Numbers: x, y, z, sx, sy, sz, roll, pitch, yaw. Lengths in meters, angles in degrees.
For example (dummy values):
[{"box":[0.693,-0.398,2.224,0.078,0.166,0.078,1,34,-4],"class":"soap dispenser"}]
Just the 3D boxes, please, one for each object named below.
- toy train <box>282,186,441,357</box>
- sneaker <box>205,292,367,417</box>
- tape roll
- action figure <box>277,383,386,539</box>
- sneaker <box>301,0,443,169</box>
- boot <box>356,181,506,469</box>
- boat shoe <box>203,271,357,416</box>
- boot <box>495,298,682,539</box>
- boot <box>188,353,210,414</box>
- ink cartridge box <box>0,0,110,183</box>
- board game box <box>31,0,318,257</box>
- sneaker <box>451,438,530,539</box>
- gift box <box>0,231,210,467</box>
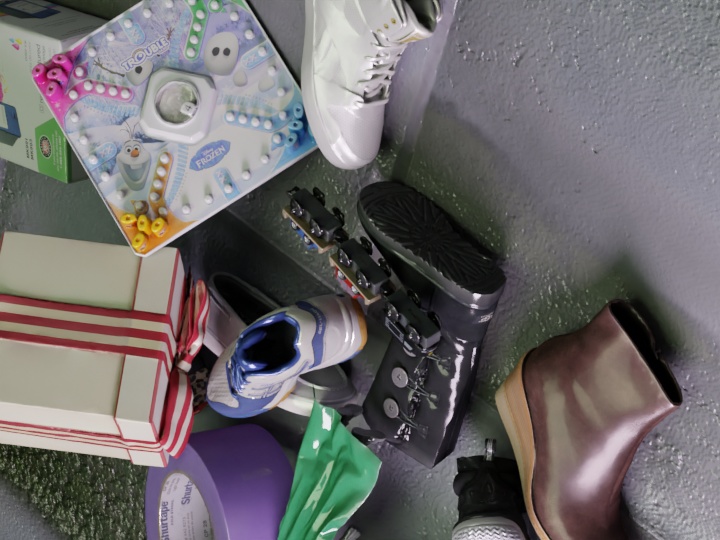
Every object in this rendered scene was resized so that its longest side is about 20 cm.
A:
[{"box":[0.000,0.000,1.572,0.200,0.034,0.046,47,153,30],"class":"toy train"},{"box":[-0.086,0.071,1.650,0.200,0.088,0.076,-35,69,40],"class":"sneaker"},{"box":[-0.128,0.250,1.806,0.199,0.084,0.202,20,113,58],"class":"tape roll"},{"box":[-0.035,0.216,1.675,0.118,0.054,0.201,49,126,47],"class":"action figure"},{"box":[0.012,-0.177,1.553,0.115,0.073,0.202,10,111,45],"class":"sneaker"},{"box":[0.039,0.048,1.627,0.165,0.065,0.201,45,140,33],"class":"boot"},{"box":[-0.075,0.064,1.741,0.200,0.072,0.069,38,132,41],"class":"boat shoe"},{"box":[0.193,0.141,1.494,0.166,0.072,0.201,-39,74,47],"class":"boot"},{"box":[-0.229,0.090,1.893,0.203,0.073,0.155,-31,84,45],"class":"boot"},{"box":[-0.322,-0.185,1.871,0.199,0.087,0.147,22,121,39],"class":"ink cartridge box"},{"box":[-0.162,-0.147,1.671,0.201,0.199,0.026,58,179,11],"class":"board game box"},{"box":[0.117,0.221,1.603,0.075,0.115,0.201,0,147,8],"class":"sneaker"},{"box":[-0.234,0.071,1.732,0.185,0.200,0.186,7,76,3],"class":"gift box"}]
